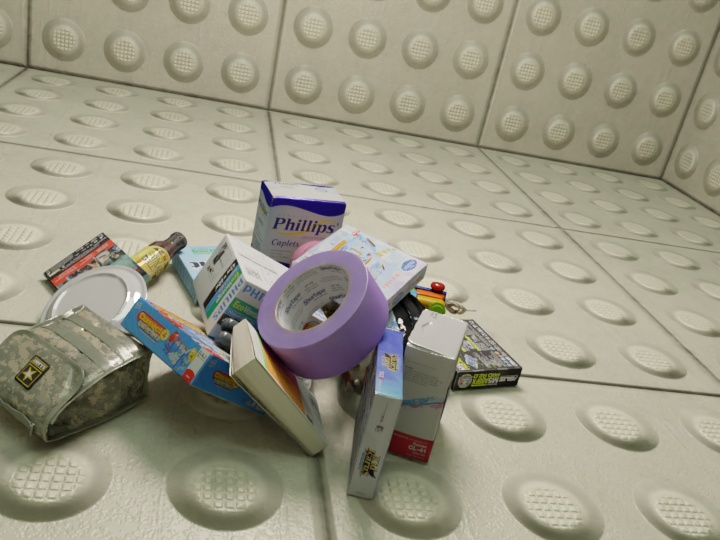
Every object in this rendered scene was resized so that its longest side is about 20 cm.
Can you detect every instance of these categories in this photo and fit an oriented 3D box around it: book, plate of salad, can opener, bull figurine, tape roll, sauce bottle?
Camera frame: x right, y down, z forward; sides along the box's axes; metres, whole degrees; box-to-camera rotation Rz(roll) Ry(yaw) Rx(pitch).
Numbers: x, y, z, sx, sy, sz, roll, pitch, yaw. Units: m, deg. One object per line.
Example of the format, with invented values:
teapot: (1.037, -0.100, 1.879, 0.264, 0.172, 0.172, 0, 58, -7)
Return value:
book: (-0.127, 0.181, 1.139, 0.200, 0.048, 0.134, 53, 7, -26)
plate of salad: (-0.474, 0.072, 1.294, 0.198, 0.048, 0.201, -8, 47, 8)
can opener: (-0.164, 0.154, 1.234, 0.200, 0.066, 0.053, 39, 49, -27)
bull figurine: (-0.003, 0.138, 1.275, 0.064, 0.201, 0.122, -3, 42, -7)
tape roll: (-0.060, 0.069, 1.164, 0.198, 0.085, 0.201, -19, 41, 17)
sauce bottle: (-0.437, -0.022, 1.513, 0.066, 0.066, 0.200, 19, 38, 15)

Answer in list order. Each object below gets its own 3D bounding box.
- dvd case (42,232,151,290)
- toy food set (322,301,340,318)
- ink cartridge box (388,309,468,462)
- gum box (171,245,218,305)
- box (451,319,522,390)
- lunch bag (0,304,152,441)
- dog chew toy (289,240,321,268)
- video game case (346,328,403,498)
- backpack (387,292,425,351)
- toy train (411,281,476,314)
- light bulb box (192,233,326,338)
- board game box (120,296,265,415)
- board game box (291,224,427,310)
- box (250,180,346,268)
dvd case: (-0.515, 0.011, 1.409, 0.146, 0.022, 0.199, -40, 48, -21)
toy food set: (-0.075, 0.102, 1.473, 0.142, 0.061, 0.200, 4, 25, -19)
ink cartridge box: (0.107, 0.189, 1.199, 0.085, 0.202, 0.148, 18, 24, 10)
gum box: (-0.306, 0.006, 1.588, 0.169, 0.045, 0.200, -1, 28, -30)
box: (0.214, 0.169, 1.497, 0.159, 0.045, 0.200, 0, 26, -26)
lunch bag: (-0.446, 0.157, 1.090, 0.163, 0.118, 0.200, 28, 32, 23)
dog chew toy: (-0.083, -0.008, 1.572, 0.123, 0.126, 0.200, 5, -6, -17)
video game case: (0.026, 0.215, 1.122, 0.045, 0.183, 0.200, 12, 24, -2)
backpack: (0.078, 0.114, 1.424, 0.162, 0.154, 0.201, 20, 40, -34)
toy train: (0.171, 0.078, 1.602, 0.198, 0.085, 0.116, 12, 11, -3)
light bulb box: (-0.187, 0.061, 1.343, 0.198, 0.125, 0.200, 31, 13, -31)
board game box: (-0.256, 0.140, 1.171, 0.195, 0.056, 0.200, 30, -7, 33)
board game box: (0.000, 0.000, 1.411, 0.198, 0.041, 0.200, 27, 37, 21)
box: (-0.150, -0.095, 1.698, 0.182, 0.202, 0.105, 3, 26, -23)
